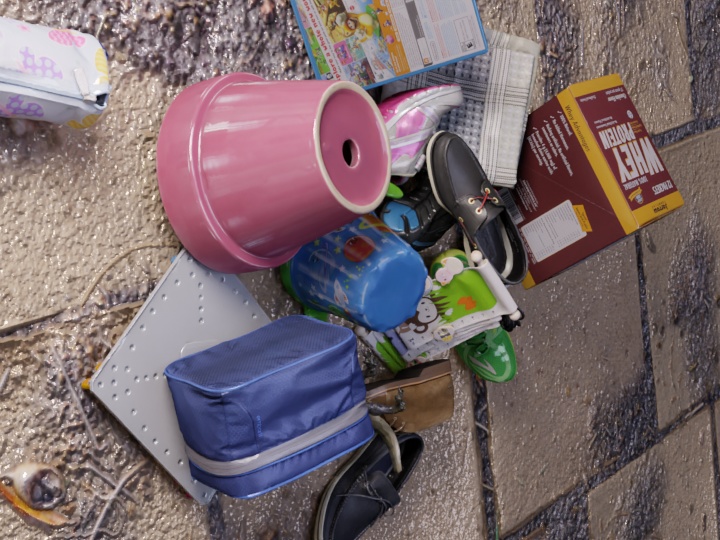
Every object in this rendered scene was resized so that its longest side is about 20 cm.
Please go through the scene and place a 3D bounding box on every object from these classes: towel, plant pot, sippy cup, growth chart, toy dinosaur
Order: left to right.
[{"bbox_3d":[-0.074,-0.107,1.142,0.199,0.177,0.204,16,70,-52],"label":"plant pot"},{"bbox_3d":[0.000,0.000,1.259,0.139,0.130,0.180,-33,130,-23],"label":"sippy cup"},{"bbox_3d":[0.001,0.140,1.259,0.200,0.088,0.048,42,31,-17],"label":"toy dinosaur"},{"bbox_3d":[0.091,0.056,1.374,0.145,0.198,0.018,41,29,-36],"label":"growth chart"},{"bbox_3d":[0.119,-0.214,1.408,0.189,0.035,0.203,12,78,-4],"label":"towel"}]

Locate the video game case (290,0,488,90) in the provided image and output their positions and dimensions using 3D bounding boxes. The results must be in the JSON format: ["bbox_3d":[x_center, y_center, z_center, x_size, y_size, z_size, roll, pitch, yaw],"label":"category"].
[{"bbox_3d":[0.030,-0.284,1.278,0.018,0.197,0.145,-80,153,-64],"label":"video game case"}]

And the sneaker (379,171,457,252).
[{"bbox_3d":[0.093,-0.082,1.425,0.199,0.073,0.082,-32,154,-29],"label":"sneaker"}]

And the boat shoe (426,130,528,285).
[{"bbox_3d":[0.140,-0.073,1.344,0.073,0.063,0.204,-36,112,-27],"label":"boat shoe"}]

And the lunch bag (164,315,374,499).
[{"bbox_3d":[-0.082,0.137,1.139,0.198,0.135,0.135,-20,109,-32],"label":"lunch bag"}]

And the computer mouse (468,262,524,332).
[{"bbox_3d":[0.170,-0.008,1.503,0.110,0.043,0.201,55,17,-20],"label":"computer mouse"}]

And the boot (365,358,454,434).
[{"bbox_3d":[0.032,0.164,1.347,0.197,0.073,0.077,-13,93,-31],"label":"boot"}]

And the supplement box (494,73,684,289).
[{"bbox_3d":[0.278,-0.117,1.508,0.132,0.199,0.200,-20,82,-46],"label":"supplement box"}]

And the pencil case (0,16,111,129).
[{"bbox_3d":[-0.307,-0.168,0.957,0.198,0.091,0.084,3,129,-48],"label":"pencil case"}]

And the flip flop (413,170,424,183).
[{"bbox_3d":[0.113,-0.201,1.463,0.081,0.057,0.202,38,70,-42],"label":"flip flop"}]

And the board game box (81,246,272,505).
[{"bbox_3d":[-0.169,0.101,1.173,0.201,0.026,0.201,55,52,-35],"label":"board game box"}]

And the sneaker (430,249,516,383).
[{"bbox_3d":[0.143,0.072,1.484,0.202,0.073,0.084,61,13,-21],"label":"sneaker"}]

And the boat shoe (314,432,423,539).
[{"bbox_3d":[0.011,0.262,1.362,0.201,0.062,0.075,-51,129,-33],"label":"boat shoe"}]

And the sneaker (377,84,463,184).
[{"bbox_3d":[0.044,-0.152,1.341,0.199,0.081,0.089,-33,107,-17],"label":"sneaker"}]
